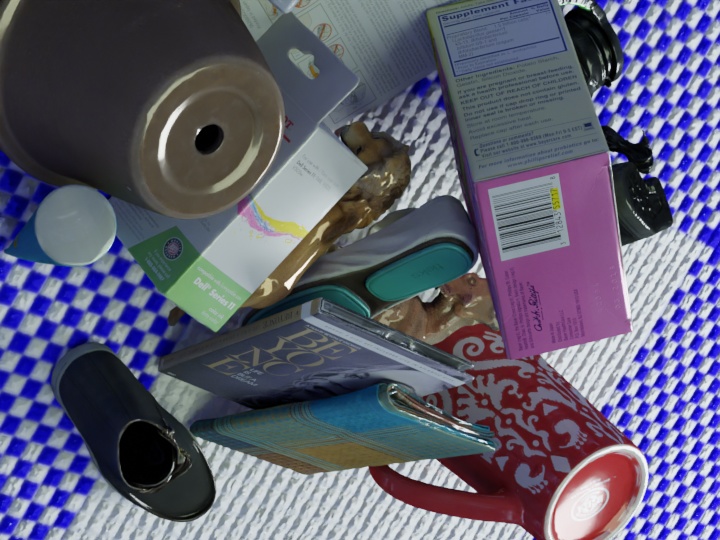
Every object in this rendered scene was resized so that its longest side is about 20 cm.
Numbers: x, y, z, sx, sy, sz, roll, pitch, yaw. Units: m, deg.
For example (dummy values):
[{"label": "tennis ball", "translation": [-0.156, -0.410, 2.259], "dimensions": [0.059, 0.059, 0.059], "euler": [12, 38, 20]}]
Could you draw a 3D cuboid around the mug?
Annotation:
[{"label": "mug", "translation": [0.119, 0.153, 1.792], "dimensions": [0.178, 0.200, 0.133], "euler": [-47, 137, -4]}]

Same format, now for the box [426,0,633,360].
[{"label": "box", "translation": [0.121, -0.073, 1.573], "dimensions": [0.096, 0.201, 0.176], "euler": [-13, 134, 2]}]

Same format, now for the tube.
[{"label": "tube", "translation": [-0.193, -0.025, 1.436], "dimensions": [0.077, 0.200, 0.051], "euler": [-12, 91, -11]}]

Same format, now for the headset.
[{"label": "headset", "translation": [0.164, -0.140, 1.710], "dimensions": [0.124, 0.094, 0.200], "euler": [-50, 143, 0]}]

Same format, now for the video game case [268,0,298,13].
[{"label": "video game case", "translation": [-0.063, -0.296, 1.379], "dimensions": [0.200, 0.022, 0.182], "euler": [41, 91, -4]}]

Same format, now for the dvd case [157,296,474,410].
[{"label": "dvd case", "translation": [-0.035, 0.073, 1.623], "dimensions": [0.148, 0.200, 0.016], "euler": [25, 61, -33]}]

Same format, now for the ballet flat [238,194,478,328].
[{"label": "ballet flat", "translation": [0.000, 0.000, 1.601], "dimensions": [0.199, 0.070, 0.069], "euler": [-24, 143, 26]}]

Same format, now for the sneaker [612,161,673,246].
[{"label": "sneaker", "translation": [0.188, -0.041, 1.747], "dimensions": [0.104, 0.060, 0.200], "euler": [-17, 173, 17]}]

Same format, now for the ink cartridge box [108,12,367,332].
[{"label": "ink cartridge box", "translation": [-0.077, -0.071, 1.533], "dimensions": [0.200, 0.117, 0.067], "euler": [-47, 136, 5]}]

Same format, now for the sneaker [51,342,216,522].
[{"label": "sneaker", "translation": [-0.155, 0.149, 1.630], "dimensions": [0.075, 0.106, 0.200], "euler": [-40, 134, -3]}]

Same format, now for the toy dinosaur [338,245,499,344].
[{"label": "toy dinosaur", "translation": [0.010, 0.019, 1.706], "dimensions": [0.199, 0.086, 0.136], "euler": [23, 91, -27]}]

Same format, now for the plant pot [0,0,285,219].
[{"label": "plant pot", "translation": [-0.137, -0.122, 1.417], "dimensions": [0.199, 0.175, 0.201], "euler": [-19, 127, -27]}]

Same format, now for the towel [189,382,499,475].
[{"label": "towel", "translation": [-0.013, 0.125, 1.695], "dimensions": [0.146, 0.199, 0.022], "euler": [26, 61, -46]}]

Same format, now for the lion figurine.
[{"label": "lion figurine", "translation": [-0.051, -0.025, 1.580], "dimensions": [0.200, 0.122, 0.072], "euler": [-54, 130, -9]}]

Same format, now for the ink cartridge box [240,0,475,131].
[{"label": "ink cartridge box", "translation": [0.002, -0.197, 1.591], "dimensions": [0.199, 0.050, 0.162], "euler": [-29, 136, 4]}]
